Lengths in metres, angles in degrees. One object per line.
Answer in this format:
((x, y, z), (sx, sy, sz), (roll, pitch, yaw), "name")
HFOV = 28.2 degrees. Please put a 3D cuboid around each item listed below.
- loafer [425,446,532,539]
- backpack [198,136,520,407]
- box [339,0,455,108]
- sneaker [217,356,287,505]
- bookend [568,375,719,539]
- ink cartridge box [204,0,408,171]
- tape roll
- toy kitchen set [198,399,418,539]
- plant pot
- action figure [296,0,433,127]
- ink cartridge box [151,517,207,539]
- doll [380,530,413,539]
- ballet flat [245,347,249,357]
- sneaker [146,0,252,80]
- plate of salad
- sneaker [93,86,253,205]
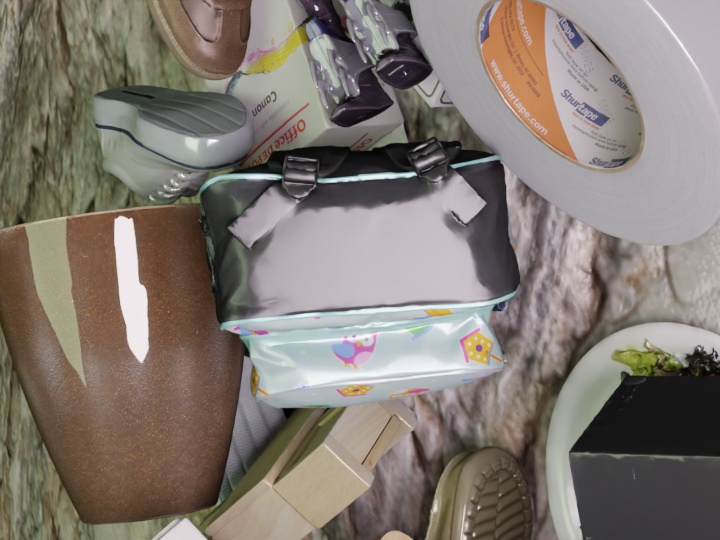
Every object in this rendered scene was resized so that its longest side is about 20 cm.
((0.058, 0.200, 0.903), (0.067, 0.076, 0.200), (20, 112, 41), "loafer")
((0.000, 0.000, 0.836), (0.200, 0.175, 0.154), (-119, 21, -83), "backpack")
((0.034, -0.205, 0.870), (0.200, 0.060, 0.117), (54, 134, 30), "box")
((-0.099, 0.102, 1.101), (0.071, 0.073, 0.200), (142, 114, -75), "sneaker")
((0.217, 0.155, 0.663), (0.200, 0.092, 0.199), (-3, 108, 30), "bookend")
((-0.044, -0.126, 0.976), (0.116, 0.067, 0.200), (-36, 69, 48), "ink cartridge box")
((0.117, -0.109, 0.701), (0.200, 0.066, 0.200), (41, 159, 20), "tape roll")
((0.009, 0.174, 0.961), (0.180, 0.163, 0.200), (43, 126, -4), "toy kitchen set")
((-0.155, 0.067, 0.982), (0.187, 0.187, 0.201), (-12, 84, 51), "plant pot")
((-0.026, -0.189, 0.839), (0.130, 0.069, 0.200), (-35, 75, 36), "action figure")
((-0.089, 0.270, 0.861), (0.200, 0.083, 0.147), (45, 135, 8), "ink cartridge box")
((-0.013, 0.227, 0.871), (0.136, 0.049, 0.200), (30, 133, -7), "doll")
((-0.027, 0.009, 1.006), (0.200, 0.057, 0.067), (-27, 69, 44), "ballet flat")
((-0.097, -0.226, 0.917), (0.075, 0.070, 0.201), (-10, 88, 50), "sneaker")
((0.167, 0.128, 0.776), (0.200, 0.048, 0.201), (13, 106, 50), "plate of salad")
((-0.124, -0.081, 0.974), (0.200, 0.073, 0.071), (25, 127, 61), "sneaker")
